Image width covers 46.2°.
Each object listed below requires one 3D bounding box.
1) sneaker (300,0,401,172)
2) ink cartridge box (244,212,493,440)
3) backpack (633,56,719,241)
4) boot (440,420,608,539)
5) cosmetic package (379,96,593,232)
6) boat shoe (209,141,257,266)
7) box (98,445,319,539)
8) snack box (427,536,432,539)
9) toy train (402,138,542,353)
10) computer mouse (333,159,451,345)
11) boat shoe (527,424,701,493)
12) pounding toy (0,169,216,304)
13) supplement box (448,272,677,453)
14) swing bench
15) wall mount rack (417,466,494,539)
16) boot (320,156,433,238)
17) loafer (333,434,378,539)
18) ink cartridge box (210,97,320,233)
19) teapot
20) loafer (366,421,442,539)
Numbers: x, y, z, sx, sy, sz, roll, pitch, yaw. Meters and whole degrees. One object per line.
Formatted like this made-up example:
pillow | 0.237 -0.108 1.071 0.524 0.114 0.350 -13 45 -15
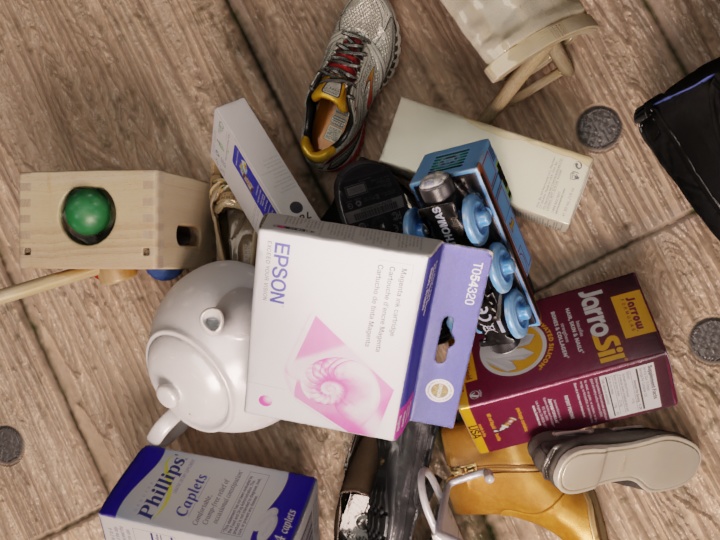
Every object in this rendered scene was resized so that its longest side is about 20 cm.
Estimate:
sneaker | -0.012 -0.201 0.900 0.078 0.082 0.201 17 101 11
ink cartridge box | 0.002 0.058 0.747 0.199 0.043 0.197 10 119 4
backpack | 0.386 -0.112 0.775 0.147 0.183 0.200 -33 93 -10
boot | 0.170 0.242 0.884 0.144 0.071 0.202 -20 83 18
cosmetic package | 0.130 -0.106 0.869 0.199 0.104 0.073 21 92 10
boat shoe | -0.134 -0.081 0.945 0.071 0.065 0.201 -10 87 12
box | -0.150 0.296 0.888 0.199 0.105 0.184 8 125 11
snack box | 0.022 0.361 0.885 0.200 0.116 0.037 -44 83 9
toy train | 0.110 -0.019 0.789 0.086 0.114 0.200 -10 122 31
computer mouse | 0.000 0.000 0.836 0.140 0.046 0.201 -25 91 -19
boat shoe | 0.253 0.179 0.832 0.199 0.057 0.067 5 108 -30
pounding toy | -0.278 -0.031 0.907 0.183 0.200 0.143 0 90 12
supplement box | 0.195 0.093 0.838 0.199 0.086 0.111 -17 42 12
swing bench | 0.118 -0.268 0.813 0.130 0.200 0.199 -32 84 1
wall mount rack | 0.117 0.279 0.786 0.074 0.174 0.201 -21 99 14
boot | 0.025 -0.005 0.906 0.200 0.073 0.151 45 100 8
loafer | 0.016 0.225 0.909 0.073 0.071 0.201 11 92 12
ink cartridge box | -0.090 -0.068 0.862 0.039 0.099 0.200 -25 77 -21
teapot | -0.153 0.097 0.877 0.197 0.146 0.201 4 119 38
loafer | 0.050 0.216 0.857 0.070 0.068 0.201 10 79 -16
